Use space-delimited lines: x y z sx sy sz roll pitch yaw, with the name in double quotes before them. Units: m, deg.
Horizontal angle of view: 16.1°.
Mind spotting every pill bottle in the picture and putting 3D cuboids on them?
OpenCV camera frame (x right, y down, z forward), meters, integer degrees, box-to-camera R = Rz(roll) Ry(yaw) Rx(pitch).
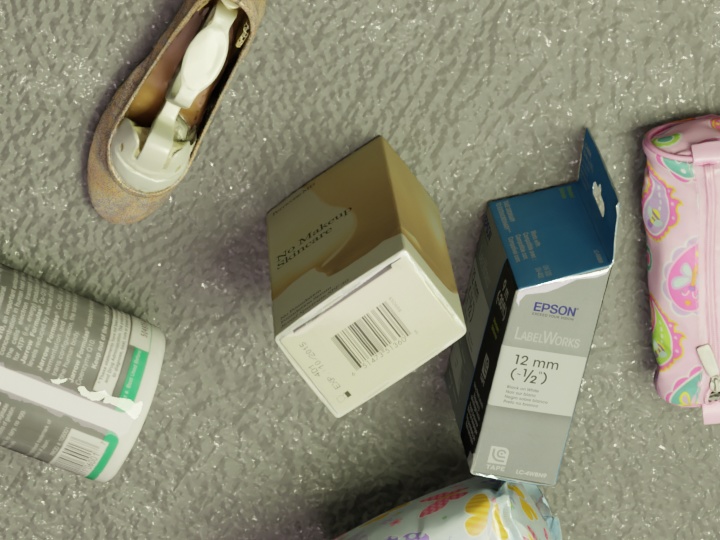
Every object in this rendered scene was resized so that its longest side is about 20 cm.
"pill bottle" -0.238 0.055 1.682 0.199 0.113 0.114 23 110 -14

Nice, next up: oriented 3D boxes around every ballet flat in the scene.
"ballet flat" -0.123 -0.108 1.646 0.068 0.067 0.201 22 110 -14

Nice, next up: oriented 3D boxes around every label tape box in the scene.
"label tape box" 0.112 0.018 1.680 0.066 0.144 0.202 7 113 -8

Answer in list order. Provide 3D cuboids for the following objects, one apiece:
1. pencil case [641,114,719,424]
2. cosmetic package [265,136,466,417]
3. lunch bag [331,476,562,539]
"pencil case" 0.233 -0.002 1.715 0.087 0.088 0.202 -5 113 -3
"cosmetic package" 0.000 0.000 1.631 0.105 0.200 0.071 -35 111 9
"lunch bag" 0.054 0.213 1.731 0.168 0.200 0.128 -23 93 7
